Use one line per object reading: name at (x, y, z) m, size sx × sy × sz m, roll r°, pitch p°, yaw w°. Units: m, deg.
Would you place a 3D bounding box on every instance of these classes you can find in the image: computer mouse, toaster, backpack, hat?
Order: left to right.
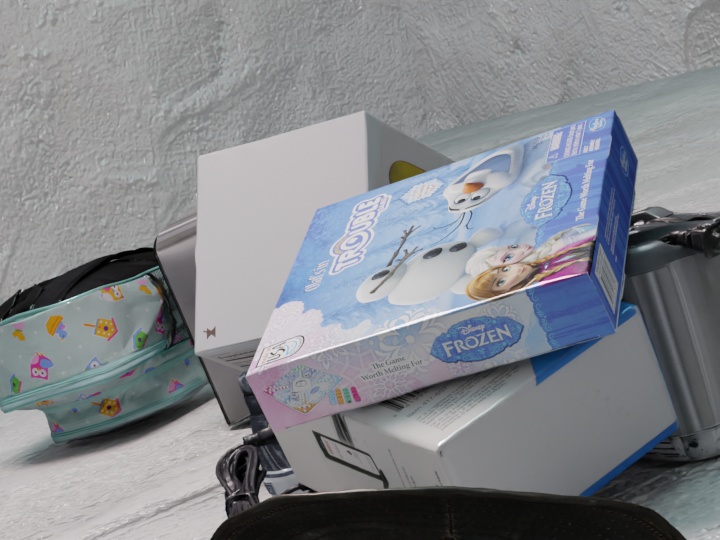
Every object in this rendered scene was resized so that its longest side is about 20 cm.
backpack at (-0.235, 0.068, 1.902) m, size 0.176 × 0.154 × 0.200 m, roll -16°, pitch -3°, yaw 30°
toaster at (-0.056, 0.005, 1.769) m, size 0.181 × 0.200 × 0.119 m, roll -23°, pitch 0°, yaw -43°
computer mouse at (0.005, 0.118, 1.317) m, size 0.200 × 0.046 × 0.140 m, roll -25°, pitch 23°, yaw -1°
hat at (0.035, 0.153, 0.803) m, size 0.200 × 0.201 × 0.081 m, roll -14°, pitch 48°, yaw 25°
toaster at (0.179, 0.034, 1.251) m, size 0.113 × 0.129 × 0.200 m, roll -21°, pitch 8°, yaw -23°

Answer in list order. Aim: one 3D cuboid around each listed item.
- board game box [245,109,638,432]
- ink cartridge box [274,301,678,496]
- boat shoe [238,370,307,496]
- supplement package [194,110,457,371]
board game box at (0.051, -0.003, 1.202) m, size 0.199 × 0.043 × 0.200 m, roll -19°, pitch 23°, yaw 20°
ink cartridge box at (0.054, 0.072, 1.205) m, size 0.146 × 0.084 × 0.200 m, roll -34°, pitch 25°, yaw -22°
boat shoe at (0.021, 0.080, 1.434) m, size 0.200 × 0.091 × 0.071 m, roll -18°, pitch 7°, yaw -4°
supplement package at (0.000, 0.000, 1.549) m, size 0.150 × 0.152 × 0.200 m, roll -13°, pitch -22°, yaw 33°
